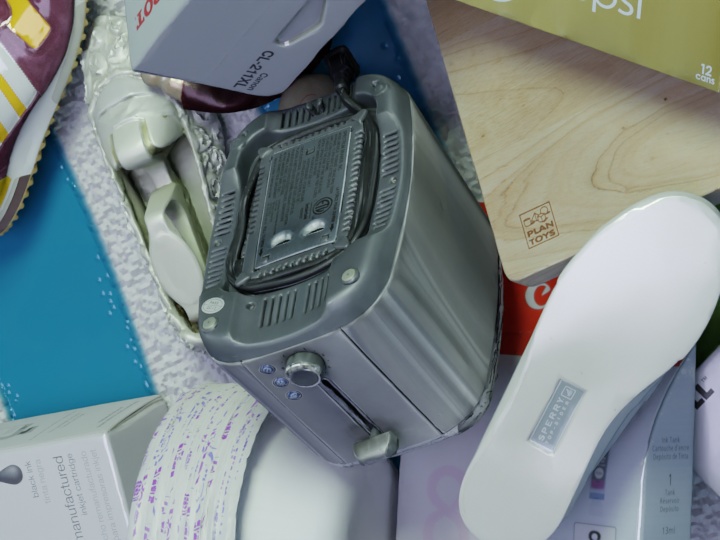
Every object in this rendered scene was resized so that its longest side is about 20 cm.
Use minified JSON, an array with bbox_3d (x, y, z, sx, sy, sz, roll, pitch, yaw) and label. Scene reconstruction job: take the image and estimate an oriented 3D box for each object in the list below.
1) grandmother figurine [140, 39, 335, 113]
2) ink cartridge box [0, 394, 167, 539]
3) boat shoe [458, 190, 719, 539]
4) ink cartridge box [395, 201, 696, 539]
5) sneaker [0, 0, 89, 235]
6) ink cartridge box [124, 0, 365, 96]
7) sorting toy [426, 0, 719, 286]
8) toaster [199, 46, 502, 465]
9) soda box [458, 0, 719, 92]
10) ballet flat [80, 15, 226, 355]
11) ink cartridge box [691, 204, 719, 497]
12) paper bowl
[{"bbox_3d":[-0.065,-0.133,1.405,0.121,0.061,0.200,-40,87,16],"label":"grandmother figurine"},{"bbox_3d":[-0.196,0.165,1.511,0.199,0.083,0.147,-11,98,22],"label":"ink cartridge box"},{"bbox_3d":[0.114,0.044,1.261,0.072,0.069,0.200,25,110,3],"label":"boat shoe"},{"bbox_3d":[0.094,0.065,1.344,0.162,0.057,0.201,2,93,44],"label":"ink cartridge box"},{"bbox_3d":[-0.214,-0.106,1.443,0.075,0.090,0.201,32,114,40],"label":"sneaker"},{"bbox_3d":[-0.057,-0.209,1.296,0.146,0.083,0.201,-44,46,48],"label":"ink cartridge box"},{"bbox_3d":[0.146,-0.115,1.295,0.200,0.070,0.199,-25,67,25],"label":"sorting toy"},{"bbox_3d":[0.000,0.000,1.315,0.113,0.200,0.129,-19,131,23],"label":"toaster"},{"bbox_3d":[0.106,-0.149,1.234,0.200,0.068,0.064,24,125,33],"label":"soda box"},{"bbox_3d":[-0.104,-0.047,1.439,0.072,0.072,0.201,-19,94,23],"label":"ballet flat"},{"bbox_3d":[0.198,0.022,1.333,0.200,0.076,0.148,43,113,5],"label":"ink cartridge box"},{"bbox_3d":[-0.037,0.158,1.385,0.104,0.201,0.201,-2,101,22],"label":"paper bowl"}]
